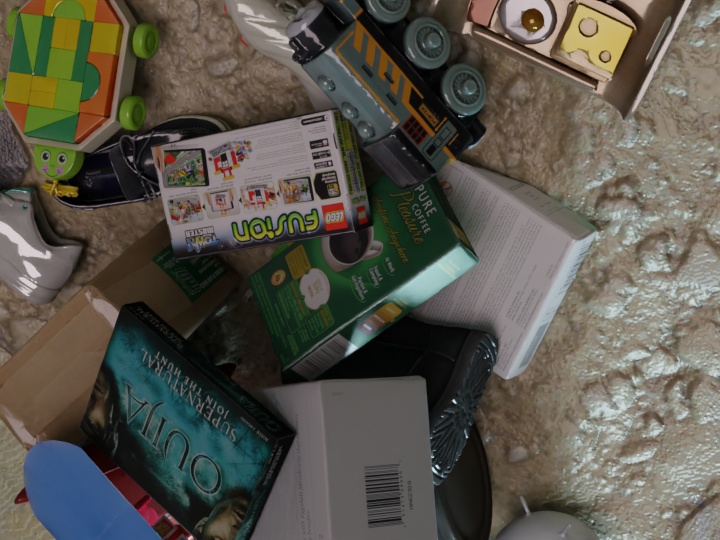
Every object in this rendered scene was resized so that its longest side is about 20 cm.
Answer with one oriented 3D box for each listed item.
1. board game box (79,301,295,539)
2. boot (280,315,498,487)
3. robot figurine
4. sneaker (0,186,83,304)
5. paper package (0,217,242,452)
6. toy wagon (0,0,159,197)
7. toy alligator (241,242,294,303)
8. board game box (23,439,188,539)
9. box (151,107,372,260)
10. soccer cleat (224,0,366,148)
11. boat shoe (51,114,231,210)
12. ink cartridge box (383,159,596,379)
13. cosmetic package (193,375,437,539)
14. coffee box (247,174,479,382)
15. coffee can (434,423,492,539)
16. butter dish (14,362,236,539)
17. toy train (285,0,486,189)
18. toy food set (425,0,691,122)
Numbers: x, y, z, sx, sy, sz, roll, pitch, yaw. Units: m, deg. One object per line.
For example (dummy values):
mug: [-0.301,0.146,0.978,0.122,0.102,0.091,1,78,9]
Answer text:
board game box: [-0.152,0.137,1.282,0.200,0.028,0.136,37,117,29]
boot: [0.008,0.109,1.390,0.199,0.165,0.066,12,146,30]
robot figurine: [0.182,0.319,1.464,0.169,0.113,0.201,14,118,39]
sneaker: [-0.370,-0.059,1.531,0.200,0.075,0.089,38,105,-5]
paper package: [-0.235,0.061,1.451,0.104,0.200,0.191,47,118,-4]
toy wagon: [-0.274,-0.169,1.426,0.155,0.040,0.201,10,91,23]
toy alligator: [-0.042,-0.027,1.429,0.054,0.059,0.200,37,118,1]
board game box: [-0.221,0.228,1.366,0.200,0.039,0.158,48,140,4]
box: [-0.092,-0.077,1.363,0.199,0.035,0.111,-7,98,30]
soccer cleat: [-0.043,-0.198,1.351,0.200,0.069,0.077,51,144,-12]
boat shoe: [-0.212,-0.099,1.457,0.199,0.062,0.075,-11,106,21]
ink cartridge box: [0.099,-0.020,1.404,0.200,0.050,0.161,36,120,23]
cosmetic package: [-0.046,0.199,1.304,0.200,0.123,0.200,-13,79,50]
coffee box: [0.000,0.000,1.349,0.200,0.123,0.044,-37,138,13]
coffee can: [0.010,0.215,1.462,0.199,0.146,0.147,-12,107,23]
butter dish: [-0.205,0.205,1.493,0.199,0.200,0.148,-22,103,19]
toy train: [0.024,-0.166,1.293,0.200,0.114,0.085,48,153,-16]
toy food set: [0.169,-0.229,1.276,0.199,0.060,0.144,27,117,7]
